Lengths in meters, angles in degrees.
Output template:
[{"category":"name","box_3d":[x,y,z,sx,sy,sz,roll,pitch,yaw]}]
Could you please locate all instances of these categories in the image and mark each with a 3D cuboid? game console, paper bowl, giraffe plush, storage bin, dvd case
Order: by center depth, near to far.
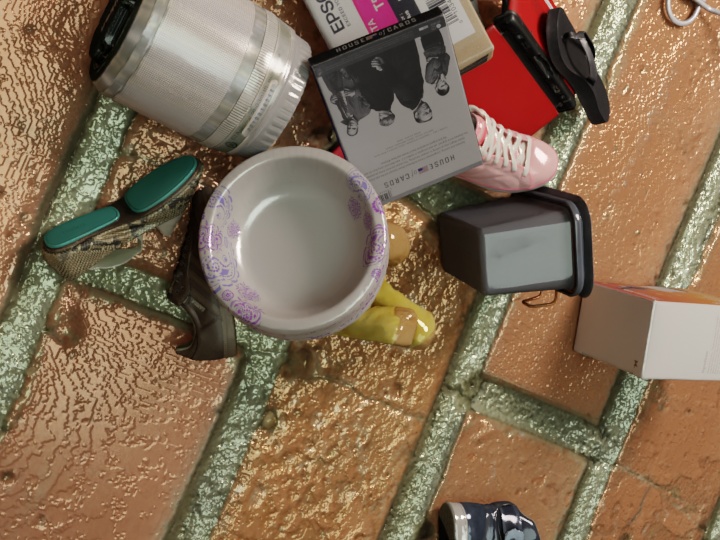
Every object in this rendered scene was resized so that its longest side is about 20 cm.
[{"category":"paper bowl","box_3d":[-0.067,-0.024,1.056,0.199,0.104,0.202,-1,77,5]},{"category":"dvd case","box_3d":[0.044,-0.171,1.073,0.150,0.025,0.201,-21,131,0]},{"category":"giraffe plush","box_3d":[0.000,0.000,1.170,0.199,0.173,0.163,10,86,-1]},{"category":"storage bin","box_3d":[0.186,-0.023,1.229,0.134,0.200,0.146,-9,103,-12]},{"category":"game console","box_3d":[0.184,-0.269,1.236,0.200,0.118,0.173,37,51,-48]}]

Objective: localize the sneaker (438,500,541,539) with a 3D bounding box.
[{"category":"sneaker","box_3d":[0.180,0.419,1.362,0.145,0.077,0.204,1,98,-22]}]

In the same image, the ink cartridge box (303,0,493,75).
[{"category":"ink cartridge box","box_3d":[0.034,-0.293,1.104,0.164,0.075,0.201,-29,91,6]}]

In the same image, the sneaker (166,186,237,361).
[{"category":"sneaker","box_3d":[-0.187,0.007,1.121,0.075,0.070,0.201,-7,96,-8]}]

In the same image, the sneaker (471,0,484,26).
[{"category":"sneaker","box_3d":[0.086,-0.252,1.201,0.200,0.074,0.087,-41,119,-12]}]

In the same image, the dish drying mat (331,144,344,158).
[{"category":"dish drying mat","box_3d":[-0.024,-0.108,1.204,0.200,0.018,0.077,-46,117,-12]}]

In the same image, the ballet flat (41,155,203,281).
[{"category":"ballet flat","box_3d":[-0.254,-0.053,1.088,0.199,0.068,0.075,-32,133,-11]}]

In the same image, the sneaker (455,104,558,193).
[{"category":"sneaker","box_3d":[0.160,-0.147,1.192,0.199,0.105,0.076,9,79,-10]}]

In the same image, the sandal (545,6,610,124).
[{"category":"sandal","box_3d":[0.286,-0.266,1.245,0.200,0.043,0.076,40,49,-46]}]

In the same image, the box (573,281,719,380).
[{"category":"box","box_3d":[0.431,0.084,1.376,0.199,0.152,0.107,4,98,-26]}]

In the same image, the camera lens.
[{"category":"camera lens","box_3d":[-0.173,-0.225,1.033,0.199,0.160,0.161,26,88,-26]}]

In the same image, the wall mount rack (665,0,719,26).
[{"category":"wall mount rack","box_3d":[0.518,-0.424,1.366,0.173,0.075,0.201,24,90,-27]}]
